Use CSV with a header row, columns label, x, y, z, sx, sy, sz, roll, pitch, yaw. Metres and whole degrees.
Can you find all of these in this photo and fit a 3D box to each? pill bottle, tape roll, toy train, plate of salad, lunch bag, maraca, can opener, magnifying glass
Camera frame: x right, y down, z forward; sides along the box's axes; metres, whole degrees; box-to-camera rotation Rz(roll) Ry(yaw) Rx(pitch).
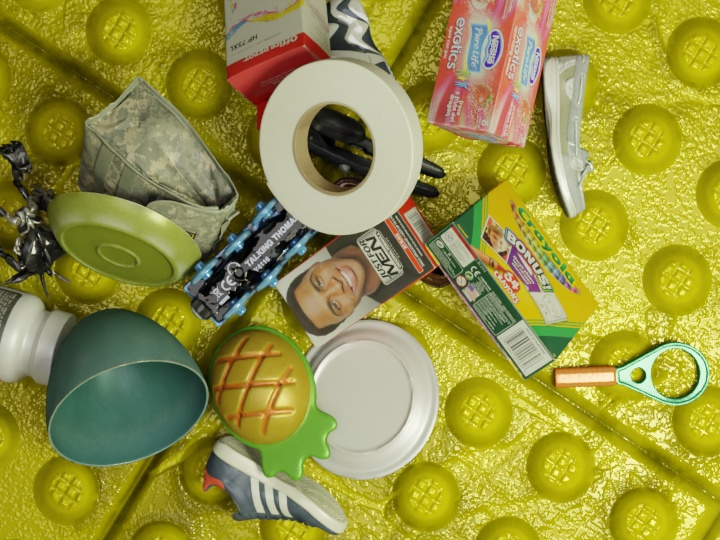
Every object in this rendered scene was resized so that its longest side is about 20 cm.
label,x,y,z,sx,sy,sz,roll,pitch,yaw
pill bottle,-0.469,0.076,1.452,0.196,0.116,0.118,15,91,3
tape roll,-0.025,-0.144,1.328,0.199,0.037,0.207,6,106,22
toy train,-0.134,-0.017,1.437,0.200,0.114,0.087,-45,95,2
plate of salad,0.007,0.165,1.462,0.196,0.048,0.204,-5,74,17
lunch bag,-0.243,-0.104,1.407,0.200,0.164,0.118,42,63,2
maraca,-0.113,0.164,1.435,0.136,0.107,0.201,-37,75,9
can opener,0.014,-0.143,1.458,0.198,0.079,0.064,27,90,-9
magnifying glass,0.347,0.134,1.467,0.196,0.022,0.081,-2,91,1

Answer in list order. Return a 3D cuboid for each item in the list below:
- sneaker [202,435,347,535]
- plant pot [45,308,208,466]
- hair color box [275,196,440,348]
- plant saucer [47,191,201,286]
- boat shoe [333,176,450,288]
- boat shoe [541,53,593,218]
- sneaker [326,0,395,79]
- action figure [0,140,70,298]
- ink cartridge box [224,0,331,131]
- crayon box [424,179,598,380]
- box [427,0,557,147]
label,x,y,z,sx,sy,sz,roll,pitch,yaw
sneaker,-0.114,0.296,1.466,0.198,0.075,0.085,30,99,8
plant pot,-0.302,0.128,1.425,0.198,0.201,0.136,-29,53,2
hair color box,0.000,0.000,1.410,0.199,0.061,0.102,-36,89,28
plant saucer,-0.294,-0.029,1.405,0.196,0.201,0.032,14,65,2
boat shoe,0.044,-0.053,1.452,0.199,0.068,0.072,38,92,2
boat shoe,0.266,-0.170,1.440,0.063,0.074,0.206,-6,84,7
sneaker,-0.025,-0.239,1.449,0.128,0.079,0.202,-25,90,4
action figure,-0.433,-0.066,1.457,0.118,0.102,0.202,-32,131,-24
ink cartridge box,-0.102,-0.285,1.400,0.115,0.067,0.203,-19,60,24
crayon box,0.188,0.006,1.396,0.058,0.172,0.201,-37,90,37
box,0.165,-0.264,1.414,0.094,0.102,0.204,13,91,35
